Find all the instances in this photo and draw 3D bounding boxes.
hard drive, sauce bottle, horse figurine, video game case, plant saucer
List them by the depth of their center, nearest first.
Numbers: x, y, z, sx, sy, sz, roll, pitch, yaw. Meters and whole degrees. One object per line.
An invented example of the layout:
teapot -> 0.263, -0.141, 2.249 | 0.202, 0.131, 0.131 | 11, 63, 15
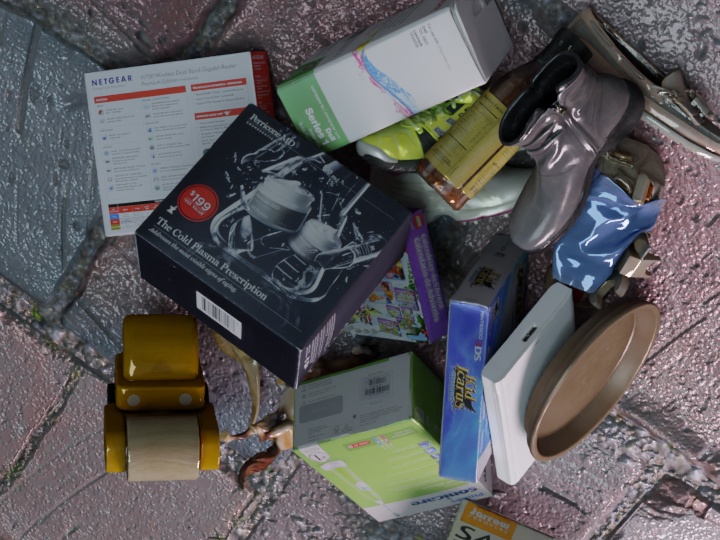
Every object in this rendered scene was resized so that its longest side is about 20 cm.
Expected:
sauce bottle -> 0.141, -0.148, 1.514 | 0.200, 0.066, 0.066 | -44, 95, 3
plant saucer -> 0.233, 0.109, 1.612 | 0.029, 0.200, 0.201 | 38, 121, 27
hard drive -> 0.177, 0.119, 1.614 | 0.026, 0.132, 0.200 | 29, 153, 28
video game case -> 0.129, 0.088, 1.632 | 0.045, 0.181, 0.201 | 9, 115, 15
horse figurine -> -0.075, 0.149, 1.738 | 0.050, 0.132, 0.200 | 39, 102, 30

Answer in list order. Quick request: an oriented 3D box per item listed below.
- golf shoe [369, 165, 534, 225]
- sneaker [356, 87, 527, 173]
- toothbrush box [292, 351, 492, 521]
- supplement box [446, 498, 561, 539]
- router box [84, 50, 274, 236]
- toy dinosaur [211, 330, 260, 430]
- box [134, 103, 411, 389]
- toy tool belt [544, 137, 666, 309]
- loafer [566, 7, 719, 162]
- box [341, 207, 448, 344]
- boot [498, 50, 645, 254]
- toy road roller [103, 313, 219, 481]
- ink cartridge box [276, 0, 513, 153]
golf shoe -> 0.099, -0.094, 1.627 | 0.199, 0.075, 0.092 | -8, 106, 19
sneaker -> 0.089, -0.148, 1.573 | 0.199, 0.075, 0.077 | -12, 117, -17
toothbrush box -> 0.037, 0.184, 1.703 | 0.145, 0.086, 0.200 | -17, 141, 23
supplement box -> 0.142, 0.358, 1.767 | 0.126, 0.074, 0.200 | 21, 139, 8
router box -> -0.187, -0.134, 1.688 | 0.199, 0.049, 0.180 | -4, 97, 19
toy dinosaur -> -0.126, 0.083, 1.793 | 0.101, 0.058, 0.201 | -16, 100, 38
box -> -0.084, -0.025, 1.521 | 0.200, 0.182, 0.104 | 34, 157, 11
toy tool belt -> 0.236, -0.031, 1.570 | 0.124, 0.123, 0.201 | 18, 117, -7
loafer -> 0.282, -0.181, 1.536 | 0.200, 0.072, 0.063 | 34, 108, 6
box -> 0.000, 0.000, 1.667 | 0.199, 0.039, 0.137 | 6, 118, 46
boot -> 0.170, -0.112, 1.482 | 0.070, 0.131, 0.201 | 42, 111, 38
toy road roller -> -0.225, 0.134, 1.756 | 0.122, 0.200, 0.147 | -1, 110, -11
ink cartridge box -> 0.037, -0.203, 1.558 | 0.199, 0.145, 0.084 | -22, 105, 24
